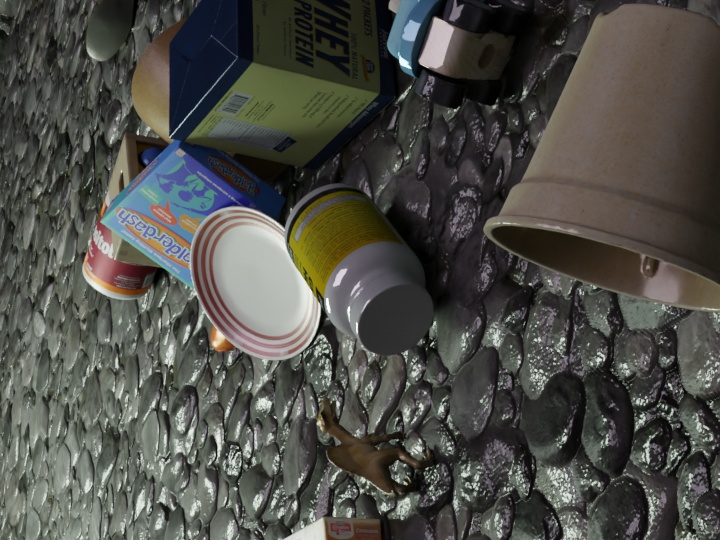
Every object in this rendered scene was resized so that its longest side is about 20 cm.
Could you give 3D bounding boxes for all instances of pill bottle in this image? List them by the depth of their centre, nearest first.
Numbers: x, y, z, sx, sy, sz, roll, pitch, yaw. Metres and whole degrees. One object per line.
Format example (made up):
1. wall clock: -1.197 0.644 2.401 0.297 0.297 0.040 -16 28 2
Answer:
1. pill bottle: 0.000 0.000 1.414 0.200 0.112 0.113 54 129 53
2. pill bottle: -0.351 -0.065 2.076 0.201 0.112 0.113 -65 32 27

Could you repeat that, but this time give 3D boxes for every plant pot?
1. plant pot: 0.213 -0.087 0.996 0.200 0.199 0.185 6 76 61
2. plant pot: -0.172 -0.203 1.747 0.200 0.185 0.187 49 126 38

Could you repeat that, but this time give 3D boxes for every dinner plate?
1. dinner plate: -0.125 0.014 1.639 0.199 0.024 0.202 15 118 30

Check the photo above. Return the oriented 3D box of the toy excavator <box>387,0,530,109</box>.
1. toy excavator: 0.073 -0.250 1.346 0.199 0.194 0.101 33 114 29

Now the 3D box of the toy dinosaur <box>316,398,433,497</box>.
1. toy dinosaur: 0.017 0.197 1.341 0.200 0.100 0.059 42 118 57

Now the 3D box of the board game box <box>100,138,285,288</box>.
1. board game box: -0.211 -0.075 1.672 0.200 0.152 0.045 -36 25 43

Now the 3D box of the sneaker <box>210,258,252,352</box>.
1. sneaker: -0.158 0.029 1.735 0.201 0.077 0.073 -58 35 37

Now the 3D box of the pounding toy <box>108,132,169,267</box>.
1. pounding toy: -0.232 -0.089 1.819 0.201 0.183 0.143 -105 32 -46

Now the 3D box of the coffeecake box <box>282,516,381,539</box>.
1. coffeecake box: -0.036 0.378 1.419 0.153 0.072 0.202 -40 48 52

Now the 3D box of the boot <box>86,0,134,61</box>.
1. boot: -0.439 -0.474 2.415 0.076 0.073 0.201 -108 38 -71

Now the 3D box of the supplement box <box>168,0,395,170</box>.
1. supplement box: -0.095 -0.234 1.560 0.200 0.198 0.135 -36 51 52
